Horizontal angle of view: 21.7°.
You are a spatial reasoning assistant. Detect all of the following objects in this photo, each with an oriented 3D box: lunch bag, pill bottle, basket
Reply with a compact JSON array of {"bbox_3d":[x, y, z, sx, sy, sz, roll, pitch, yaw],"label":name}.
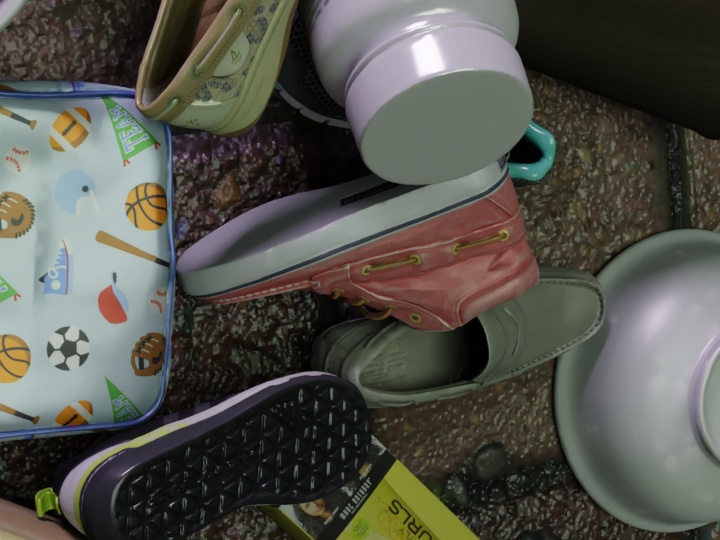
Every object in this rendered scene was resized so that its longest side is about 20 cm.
[{"bbox_3d":[-0.181,-0.010,1.007,0.159,0.075,0.202,-2,97,-24],"label":"lunch bag"},{"bbox_3d":[0.020,-0.154,1.013,0.112,0.114,0.201,1,55,-26],"label":"pill bottle"},{"bbox_3d":[0.151,-0.173,1.120,0.198,0.181,0.137,10,50,-18],"label":"basket"}]

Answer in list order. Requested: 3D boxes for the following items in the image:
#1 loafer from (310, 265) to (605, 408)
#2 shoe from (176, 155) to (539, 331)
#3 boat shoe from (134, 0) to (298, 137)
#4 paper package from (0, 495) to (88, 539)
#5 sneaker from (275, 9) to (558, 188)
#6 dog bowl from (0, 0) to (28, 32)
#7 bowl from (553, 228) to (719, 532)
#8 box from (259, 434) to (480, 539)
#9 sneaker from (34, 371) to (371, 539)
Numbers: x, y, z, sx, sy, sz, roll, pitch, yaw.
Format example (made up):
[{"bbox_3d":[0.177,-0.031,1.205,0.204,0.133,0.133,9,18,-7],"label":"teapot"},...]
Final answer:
[{"bbox_3d":[0.068,0.043,1.133,0.199,0.070,0.071,-17,103,-22],"label":"loafer"},{"bbox_3d":[0.000,0.000,1.068,0.199,0.072,0.092,-20,114,8],"label":"shoe"},{"bbox_3d":[-0.062,-0.168,0.971,0.062,0.073,0.202,5,104,-45],"label":"boat shoe"},{"bbox_3d":[-0.196,0.224,1.004,0.199,0.103,0.192,24,85,-27],"label":"paper package"},{"bbox_3d":[0.036,-0.103,1.094,0.199,0.091,0.078,25,83,-26],"label":"sneaker"},{"bbox_3d":[-0.243,-0.197,0.922,0.198,0.079,0.202,-2,103,-7],"label":"dog bowl"},{"bbox_3d":[0.230,0.076,1.207,0.199,0.090,0.203,-2,95,-25],"label":"bowl"},{"bbox_3d":[0.020,0.167,1.134,0.200,0.050,0.075,47,74,-22],"label":"box"},{"bbox_3d":[-0.085,0.097,1.029,0.199,0.083,0.072,-13,103,-38],"label":"sneaker"}]
